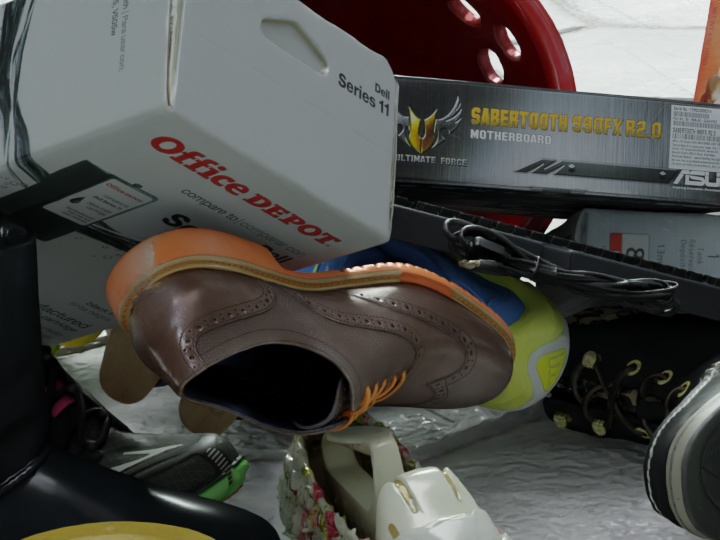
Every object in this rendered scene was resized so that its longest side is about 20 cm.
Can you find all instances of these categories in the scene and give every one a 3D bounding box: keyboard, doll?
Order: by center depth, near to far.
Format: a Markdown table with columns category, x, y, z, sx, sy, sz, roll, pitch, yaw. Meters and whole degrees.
| category | x | y | z | sx | sy | sz | roll | pitch | yaw |
| --- | --- | --- | --- | --- | --- | --- | --- | --- | --- |
| keyboard | 0.081 | -0.007 | 1.220 | 0.199 | 0.021 | 0.127 | 13 | 8 | -16 |
| doll | -0.059 | 0.046 | 1.331 | 0.136 | 0.049 | 0.200 | 23 | 5 | 7 |

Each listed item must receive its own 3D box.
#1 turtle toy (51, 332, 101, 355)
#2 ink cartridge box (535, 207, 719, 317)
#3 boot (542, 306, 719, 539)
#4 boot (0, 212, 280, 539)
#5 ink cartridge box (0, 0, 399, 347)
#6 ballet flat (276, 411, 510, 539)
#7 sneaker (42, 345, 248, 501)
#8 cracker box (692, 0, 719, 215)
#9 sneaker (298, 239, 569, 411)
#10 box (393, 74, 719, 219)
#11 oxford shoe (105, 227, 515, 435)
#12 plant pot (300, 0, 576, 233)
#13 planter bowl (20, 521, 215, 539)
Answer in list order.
| category | x | y | z | sx | sy | sz | roll | pitch | yaw |
| --- | --- | --- | --- | --- | --- | --- | --- | --- | --- |
| turtle toy | -0.170 | -0.014 | 1.421 | 0.101 | 0.200 | 0.146 | 36 | -7 | -12 |
| ink cartridge box | 0.193 | -0.001 | 1.390 | 0.199 | 0.050 | 0.162 | -2 | -4 | -3 |
| boot | 0.137 | 0.065 | 1.251 | 0.153 | 0.074 | 0.203 | 4 | 16 | 35 |
| boot | -0.128 | 0.061 | 1.115 | 0.199 | 0.169 | 0.076 | -3 | 14 | -5 |
| ink cartridge box | -0.103 | -0.048 | 1.166 | 0.200 | 0.083 | 0.146 | -18 | -31 | 35 |
| ballet flat | 0.014 | 0.103 | 1.142 | 0.075 | 0.064 | 0.200 | -11 | 19 | -24 |
| sneaker | -0.143 | 0.074 | 1.222 | 0.199 | 0.084 | 0.077 | 5 | 20 | 26 |
| cracker box | 0.237 | -0.071 | 1.408 | 0.058 | 0.134 | 0.200 | 11 | -2 | -26 |
| sneaker | 0.000 | 0.000 | 1.285 | 0.200 | 0.076 | 0.105 | 17 | -9 | 41 |
| box | 0.066 | -0.055 | 1.333 | 0.199 | 0.048 | 0.158 | 4 | -2 | -17 |
| oxford shoe | -0.011 | 0.040 | 1.147 | 0.200 | 0.071 | 0.073 | 9 | 40 | -37 |
| plant pot | -0.006 | -0.076 | 1.486 | 0.200 | 0.201 | 0.182 | -7 | 1 | -16 |
| planter bowl | -0.087 | 0.141 | 0.989 | 0.200 | 0.084 | 0.200 | -2 | 16 | 1 |
